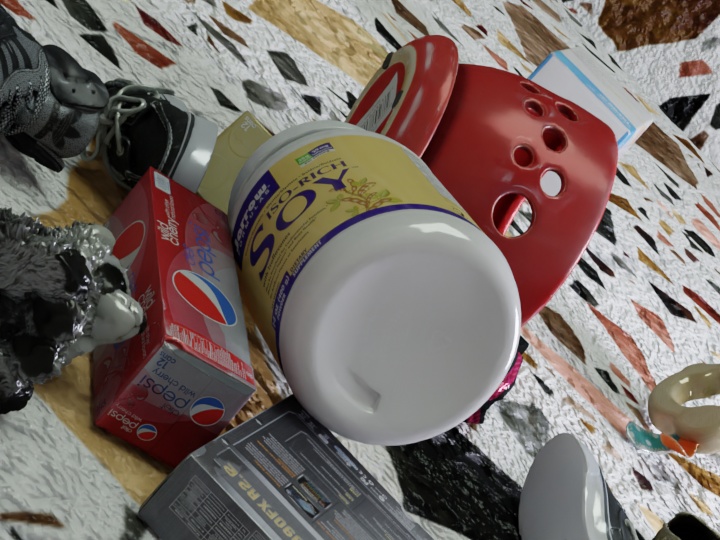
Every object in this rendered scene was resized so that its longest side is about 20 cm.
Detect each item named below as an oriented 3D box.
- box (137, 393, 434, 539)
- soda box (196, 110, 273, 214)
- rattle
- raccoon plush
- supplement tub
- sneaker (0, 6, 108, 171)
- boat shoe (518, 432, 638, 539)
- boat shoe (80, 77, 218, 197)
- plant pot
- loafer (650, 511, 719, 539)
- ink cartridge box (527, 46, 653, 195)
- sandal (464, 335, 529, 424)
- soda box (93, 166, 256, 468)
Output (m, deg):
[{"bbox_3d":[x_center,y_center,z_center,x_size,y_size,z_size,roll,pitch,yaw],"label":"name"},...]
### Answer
[{"bbox_3d":[-0.009,0.167,1.038,0.200,0.048,0.158,45,19,7],"label":"box"},{"bbox_3d":[-0.035,-0.011,1.317,0.200,0.068,0.064,47,-11,10],"label":"soda box"},{"bbox_3d":[0.311,0.170,1.734,0.129,0.144,0.200,14,28,18],"label":"rattle"},{"bbox_3d":[-0.201,-0.015,0.989,0.200,0.097,0.134,40,11,-9],"label":"raccoon plush"},{"bbox_3d":[0.000,0.000,1.163,0.145,0.146,0.200,33,10,-28],"label":"supplement tub"},{"bbox_3d":[-0.209,-0.101,1.145,0.113,0.076,0.200,33,18,-21],"label":"sneaker"},{"bbox_3d":[0.162,0.194,1.300,0.068,0.072,0.201,31,24,-27],"label":"boat shoe"},{"bbox_3d":[-0.144,-0.090,1.265,0.068,0.074,0.200,24,14,-20],"label":"boat shoe"},{"bbox_3d":[0.078,-0.071,1.525,0.181,0.201,0.201,28,22,-17],"label":"plant pot"},{"bbox_3d":[0.248,0.220,1.428,0.076,0.067,0.200,47,19,14],"label":"loafer"},{"bbox_3d":[0.235,-0.161,2.147,0.125,0.129,0.200,45,19,7],"label":"ink cartridge box"},{"bbox_3d":[0.094,0.081,1.408,0.045,0.075,0.200,46,16,14],"label":"sandal"},{"bbox_3d":[-0.112,0.024,1.104,0.063,0.070,0.201,33,20,-24],"label":"soda box"}]
